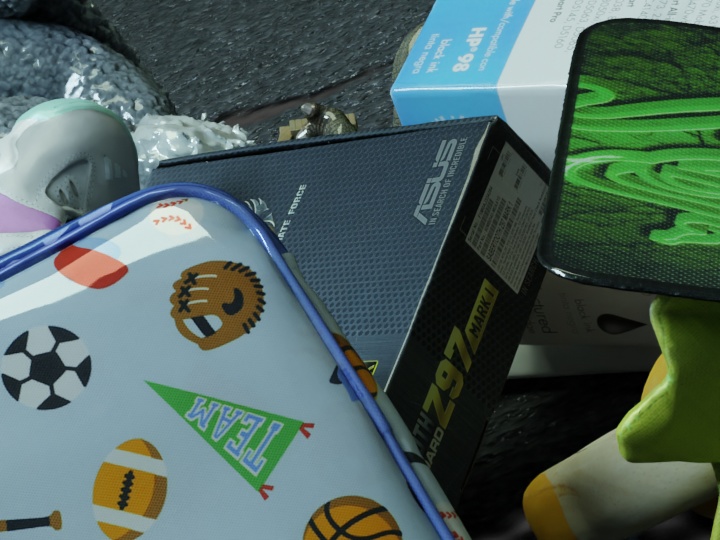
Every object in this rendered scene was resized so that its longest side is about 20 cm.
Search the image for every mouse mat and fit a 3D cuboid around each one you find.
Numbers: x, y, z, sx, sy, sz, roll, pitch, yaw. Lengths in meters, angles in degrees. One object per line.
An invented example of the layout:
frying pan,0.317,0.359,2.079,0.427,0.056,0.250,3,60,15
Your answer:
mouse mat,0.153,-0.026,0.810,0.200,0.008,0.161,6,30,6

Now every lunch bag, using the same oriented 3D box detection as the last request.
lunch bag,-0.056,0.088,0.772,0.160,0.200,0.076,-26,-20,-14

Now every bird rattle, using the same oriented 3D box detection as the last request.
bird rattle,0.130,0.026,0.858,0.163,0.113,0.200,-28,7,45

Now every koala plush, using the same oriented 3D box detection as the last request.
koala plush,-0.119,-0.024,1.145,0.177,0.184,0.200,-47,28,-4

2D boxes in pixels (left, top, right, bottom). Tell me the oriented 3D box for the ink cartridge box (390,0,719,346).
ink cartridge box,0.124,-0.037,0.957,0.200,0.116,0.067,0,41,28

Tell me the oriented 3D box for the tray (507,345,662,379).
tray,0.053,-0.001,1.083,0.200,0.022,0.107,-5,39,34

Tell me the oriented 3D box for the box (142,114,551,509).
box,-0.035,0.049,0.931,0.158,0.051,0.200,-5,51,43

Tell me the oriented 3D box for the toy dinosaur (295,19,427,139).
toy dinosaur,0.000,0.000,1.053,0.102,0.077,0.200,28,69,33

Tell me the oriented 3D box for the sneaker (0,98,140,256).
sneaker,-0.079,0.040,0.882,0.140,0.078,0.200,1,67,44

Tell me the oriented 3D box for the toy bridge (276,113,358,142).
toy bridge,-0.028,-0.025,1.261,0.067,0.027,0.200,-6,20,-2
